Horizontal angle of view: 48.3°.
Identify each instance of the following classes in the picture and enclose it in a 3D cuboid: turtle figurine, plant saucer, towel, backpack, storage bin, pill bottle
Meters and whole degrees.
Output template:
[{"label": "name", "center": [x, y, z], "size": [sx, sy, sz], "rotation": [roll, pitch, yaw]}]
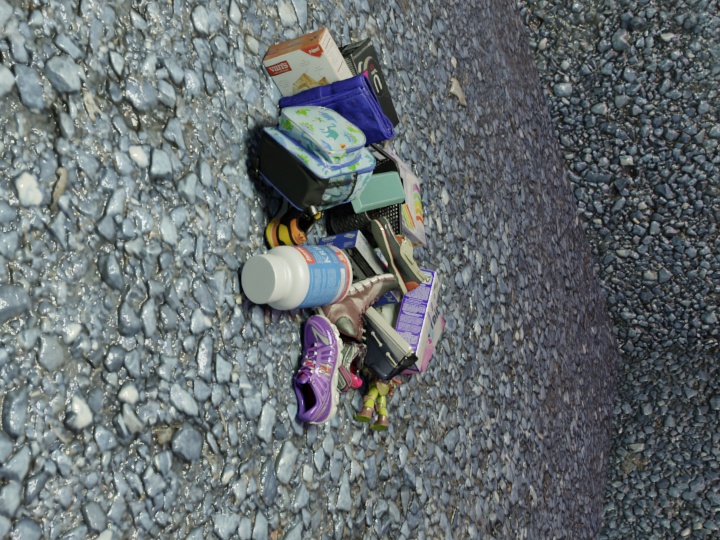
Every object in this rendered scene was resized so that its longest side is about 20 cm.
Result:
[{"label": "turtle figurine", "center": [0.042, 0.251, 1.703], "size": [0.200, 0.064, 0.163], "rotation": [46, 44, -47]}, {"label": "plant saucer", "center": [0.035, -0.164, 1.636], "size": [0.199, 0.019, 0.071], "rotation": [-20, 90, -56]}, {"label": "towel", "center": [-0.048, -0.290, 1.549], "size": [0.148, 0.198, 0.050], "rotation": [56, 40, -36]}, {"label": "backpack", "center": [-0.070, -0.206, 1.459], "size": [0.199, 0.183, 0.148], "rotation": [-17, 141, -54]}, {"label": "storage bin", "center": [0.012, -0.158, 1.699], "size": [0.135, 0.093, 0.203], "rotation": [30, 51, -45]}, {"label": "pill bottle", "center": [-0.113, 0.012, 1.425], "size": [0.199, 0.111, 0.114], "rotation": [-4, 86, -55]}]

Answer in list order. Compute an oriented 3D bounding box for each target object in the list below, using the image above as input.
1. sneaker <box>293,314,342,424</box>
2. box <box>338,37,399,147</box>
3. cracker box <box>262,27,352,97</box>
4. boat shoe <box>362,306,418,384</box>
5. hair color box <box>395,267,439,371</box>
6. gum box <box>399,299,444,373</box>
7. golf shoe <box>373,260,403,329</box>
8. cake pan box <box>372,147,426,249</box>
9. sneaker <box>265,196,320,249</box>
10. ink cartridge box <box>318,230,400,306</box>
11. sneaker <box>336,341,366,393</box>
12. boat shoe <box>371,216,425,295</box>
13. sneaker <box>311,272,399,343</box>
[{"label": "sneaker", "center": [-0.083, 0.181, 1.484], "size": [0.083, 0.080, 0.203], "rotation": [14, 70, -52]}, {"label": "box", "center": [-0.007, -0.380, 1.744], "size": [0.123, 0.105, 0.202], "rotation": [-56, 131, -51]}, {"label": "cracker box", "center": [-0.083, -0.359, 1.570], "size": [0.201, 0.132, 0.058], "rotation": [57, 37, -36]}, {"label": "boat shoe", "center": [0.021, 0.142, 1.648], "size": [0.093, 0.200, 0.075], "rotation": [-43, 150, -7]}, {"label": "hair color box", "center": [0.118, 0.106, 1.733], "size": [0.109, 0.064, 0.203], "rotation": [60, 44, -71]}, {"label": "gum box", "center": [0.132, 0.135, 1.898], "size": [0.201, 0.065, 0.115], "rotation": [-58, 133, -51]}, {"label": "golf shoe", "center": [0.048, 0.067, 1.777], "size": [0.091, 0.075, 0.202], "rotation": [42, 43, -29]}, {"label": "cake pan box", "center": [0.090, -0.168, 1.894], "size": [0.200, 0.052, 0.187], "rotation": [37, 42, -57]}, {"label": "sneaker", "center": [-0.105, -0.113, 1.507], "size": [0.070, 0.089, 0.201], "rotation": [59, 36, -35]}, {"label": "ink cartridge box", "center": [0.000, 0.000, 1.665], "size": [0.200, 0.093, 0.045], "rotation": [52, 39, -43]}, {"label": "sneaker", "center": [-0.023, 0.147, 1.603], "size": [0.080, 0.074, 0.203], "rotation": [37, 51, -52]}, {"label": "boat shoe", "center": [0.078, -0.037, 1.628], "size": [0.071, 0.062, 0.201], "rotation": [53, -8, 51]}, {"label": "sneaker", "center": [0.002, 0.082, 1.578], "size": [0.198, 0.076, 0.117], "rotation": [-16, 74, -25]}]
